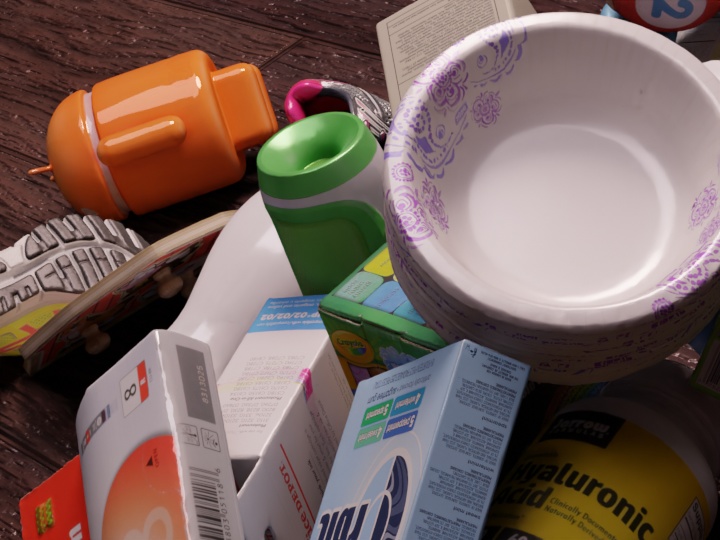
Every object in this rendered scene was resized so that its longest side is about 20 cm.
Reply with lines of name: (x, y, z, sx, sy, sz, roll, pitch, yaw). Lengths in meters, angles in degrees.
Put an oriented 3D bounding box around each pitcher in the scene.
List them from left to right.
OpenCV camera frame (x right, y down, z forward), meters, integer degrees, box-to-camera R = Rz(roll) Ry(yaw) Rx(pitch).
pitcher: (-0.074, 0.020, 1.534, 0.200, 0.121, 0.171, -45, 21, -16)

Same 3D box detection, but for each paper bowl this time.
paper bowl: (0.112, -0.032, 1.189, 0.199, 0.105, 0.202, -1, 60, 2)

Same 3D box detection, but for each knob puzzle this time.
knob puzzle: (-0.156, 0.018, 1.576, 0.219, 0.031, 0.220, -33, -5, -3)

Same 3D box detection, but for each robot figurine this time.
robot figurine: (-0.170, -0.108, 1.783, 0.199, 0.117, 0.144, -18, 41, 4)

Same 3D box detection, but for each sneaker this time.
sneaker: (-0.248, 0.021, 1.671, 0.199, 0.090, 0.078, -14, 59, -27)
sneaker: (0.024, -0.075, 1.538, 0.200, 0.075, 0.081, 28, 92, 38)

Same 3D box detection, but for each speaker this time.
speaker: (0.000, 0.000, 1.418, 0.088, 0.201, 0.089, -16, 31, 10)

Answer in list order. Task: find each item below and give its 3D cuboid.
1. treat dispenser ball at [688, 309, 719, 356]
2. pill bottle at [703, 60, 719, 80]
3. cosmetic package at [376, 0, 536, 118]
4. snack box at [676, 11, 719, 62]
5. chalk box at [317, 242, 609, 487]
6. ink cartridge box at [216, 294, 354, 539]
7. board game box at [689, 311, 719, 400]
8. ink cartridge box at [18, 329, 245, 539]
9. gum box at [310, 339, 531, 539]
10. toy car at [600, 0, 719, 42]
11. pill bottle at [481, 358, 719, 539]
treat dispenser ball: (0.266, -0.026, 1.290, 0.200, 0.202, 0.201, -16, 31, 10)
pill bottle: (0.218, -0.075, 1.485, 0.199, 0.114, 0.114, -21, 30, 0)
cosmetic package: (0.079, -0.103, 1.441, 0.103, 0.073, 0.201, -26, 43, 18)
snack box: (0.301, -0.155, 1.633, 0.199, 0.037, 0.116, 0, 37, 32)
chalk box: (0.068, 0.041, 1.311, 0.125, 0.201, 0.124, -39, 34, -27)
ink cartridge box: (-0.049, 0.120, 1.343, 0.068, 0.116, 0.200, -3, 35, 27)
board game box: (0.287, 0.062, 1.178, 0.199, 0.096, 0.030, 27, 19, 16)
ink cartridge box: (-0.152, 0.152, 1.280, 0.200, 0.050, 0.163, -37, 50, 31)
gum box: (0.015, 0.148, 1.162, 0.170, 0.044, 0.201, -30, 40, 68)
toy car: (0.293, -0.214, 1.575, 0.200, 0.185, 0.177, 36, 58, 23)
pill bottle: (0.129, 0.141, 1.203, 0.111, 0.112, 0.200, 5, 39, 38)
